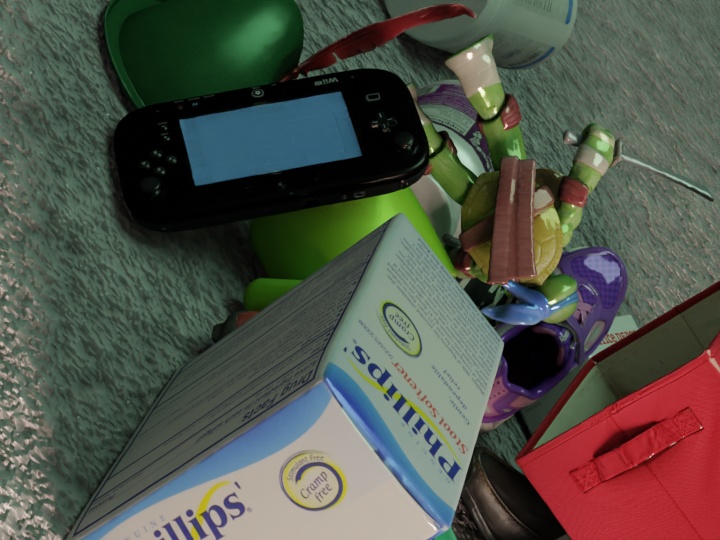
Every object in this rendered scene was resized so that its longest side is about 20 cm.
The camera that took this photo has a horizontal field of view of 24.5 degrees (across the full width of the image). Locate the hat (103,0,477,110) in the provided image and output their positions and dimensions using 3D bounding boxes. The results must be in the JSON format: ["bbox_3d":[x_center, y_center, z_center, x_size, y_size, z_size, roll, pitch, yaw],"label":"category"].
[{"bbox_3d":[-0.056,-0.178,1.170,0.166,0.176,0.200,54,26,-5],"label":"hat"}]

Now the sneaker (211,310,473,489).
[{"bbox_3d":[-0.004,0.087,1.048,0.200,0.098,0.071,46,30,-19],"label":"sneaker"}]

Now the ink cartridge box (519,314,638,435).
[{"bbox_3d":[0.216,0.142,1.386,0.146,0.084,0.201,-4,64,-61],"label":"ink cartridge box"}]

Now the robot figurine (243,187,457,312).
[{"bbox_3d":[0.000,0.000,1.134,0.201,0.115,0.175,61,25,9],"label":"robot figurine"}]

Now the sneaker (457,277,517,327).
[{"bbox_3d":[0.123,0.018,1.352,0.083,0.072,0.200,45,18,16],"label":"sneaker"}]

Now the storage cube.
[{"bbox_3d":[0.246,0.128,1.140,0.180,0.171,0.200,54,34,-2],"label":"storage cube"}]

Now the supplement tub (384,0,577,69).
[{"bbox_3d":[0.123,-0.276,1.656,0.200,0.132,0.132,5,56,-60],"label":"supplement tub"}]

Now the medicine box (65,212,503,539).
[{"bbox_3d":[-0.034,0.090,0.893,0.103,0.182,0.200,50,26,-12],"label":"medicine box"}]

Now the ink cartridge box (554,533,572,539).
[{"bbox_3d":[0.166,0.297,1.119,0.145,0.084,0.200,44,28,-22],"label":"ink cartridge box"}]

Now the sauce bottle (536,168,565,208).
[{"bbox_3d":[0.144,-0.051,1.394,0.066,0.066,0.200,56,0,0],"label":"sauce bottle"}]

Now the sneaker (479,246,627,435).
[{"bbox_3d":[0.146,0.048,1.266,0.200,0.088,0.081,-40,93,-29],"label":"sneaker"}]

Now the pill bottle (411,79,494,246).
[{"bbox_3d":[0.056,-0.075,1.325,0.112,0.112,0.200,52,26,-8],"label":"pill bottle"}]

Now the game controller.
[{"bbox_3d":[-0.058,-0.080,1.074,0.042,0.199,0.105,93,-16,-57],"label":"game controller"}]

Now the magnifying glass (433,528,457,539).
[{"bbox_3d":[0.055,0.190,1.121,0.079,0.022,0.201,27,38,-46],"label":"magnifying glass"}]

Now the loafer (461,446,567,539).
[{"bbox_3d":[0.147,0.191,1.223,0.200,0.072,0.073,43,29,-25],"label":"loafer"}]

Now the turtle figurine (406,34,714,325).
[{"bbox_3d":[0.107,-0.064,1.181,0.200,0.144,0.195,-36,96,-35],"label":"turtle figurine"}]
